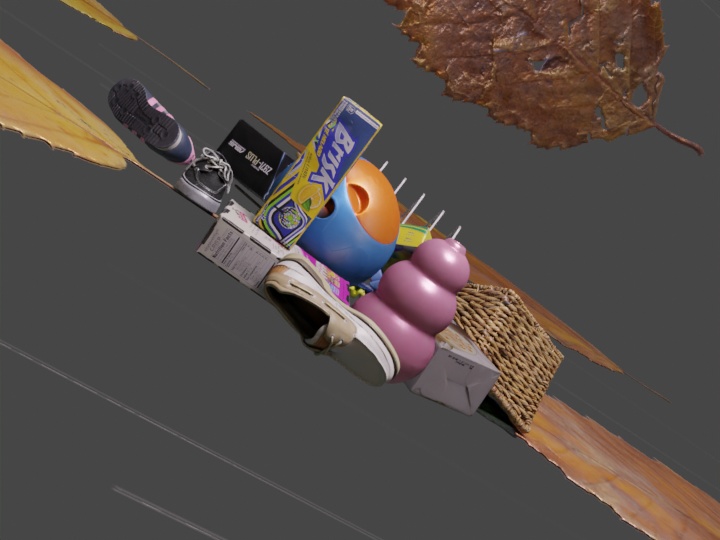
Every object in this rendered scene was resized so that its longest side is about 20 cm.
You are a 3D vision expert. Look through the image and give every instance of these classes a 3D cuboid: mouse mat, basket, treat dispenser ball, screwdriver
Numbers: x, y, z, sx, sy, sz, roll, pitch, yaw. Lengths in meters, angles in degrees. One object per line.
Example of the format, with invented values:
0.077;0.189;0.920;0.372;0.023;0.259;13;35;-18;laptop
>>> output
0.154;0.177;1.633;0.199;0.008;0.161;35;10;-8;mouse mat
0.197;0.135;1.649;0.142;0.150;0.200;8;-31;45;basket
-0.042;-0.073;1.533;0.200;0.201;0.201;36;10;-7;treat dispenser ball
-0.150;-0.095;1.760;0.200;0.029;0.028;47;13;32;screwdriver

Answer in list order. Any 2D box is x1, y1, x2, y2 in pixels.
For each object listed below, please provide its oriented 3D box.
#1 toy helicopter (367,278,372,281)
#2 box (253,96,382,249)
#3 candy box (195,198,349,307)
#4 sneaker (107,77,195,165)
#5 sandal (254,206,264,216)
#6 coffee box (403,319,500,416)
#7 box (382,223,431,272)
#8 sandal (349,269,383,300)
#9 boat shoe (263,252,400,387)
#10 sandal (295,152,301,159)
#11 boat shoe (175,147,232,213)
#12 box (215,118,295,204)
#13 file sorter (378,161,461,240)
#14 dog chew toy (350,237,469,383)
-0.031;-0.059;1.880;0.132;0.079;0.200;37;7;39;toy helicopter
-0.054;-0.128;1.379;0.064;0.200;0.070;36;8;-3;box
-0.110;-0.003;1.375;0.199;0.061;0.136;36;9;-7;candy box
-0.334;-0.232;1.689;0.200;0.070;0.082;47;-3;35;sneaker
-0.070;-0.108;1.669;0.080;0.200;0.058;60;12;-45;sandal
0.098;0.109;1.509;0.114;0.080;0.200;26;14;-29;coffee box
0.047;-0.030;1.717;0.199;0.049;0.118;12;-31;22;box
0.000;0.000;1.686;0.199;0.087;0.080;34;12;-9;sandal
-0.040;0.072;1.274;0.200;0.075;0.068;44;37;-1;boat shoe
-0.031;-0.162;1.841;0.212;0.070;0.078;46;1;-43;sandal
-0.226;-0.141;1.589;0.073;0.068;0.199;35;10;-9;boat shoe
-0.146;-0.155;1.807;0.163;0.086;0.200;38;0;10;box
0.070;-0.083;1.996;0.200;0.125;0.139;41;-33;-3;file sorter
0.066;0.045;1.354;0.124;0.200;0.125;36;9;-7;dog chew toy
